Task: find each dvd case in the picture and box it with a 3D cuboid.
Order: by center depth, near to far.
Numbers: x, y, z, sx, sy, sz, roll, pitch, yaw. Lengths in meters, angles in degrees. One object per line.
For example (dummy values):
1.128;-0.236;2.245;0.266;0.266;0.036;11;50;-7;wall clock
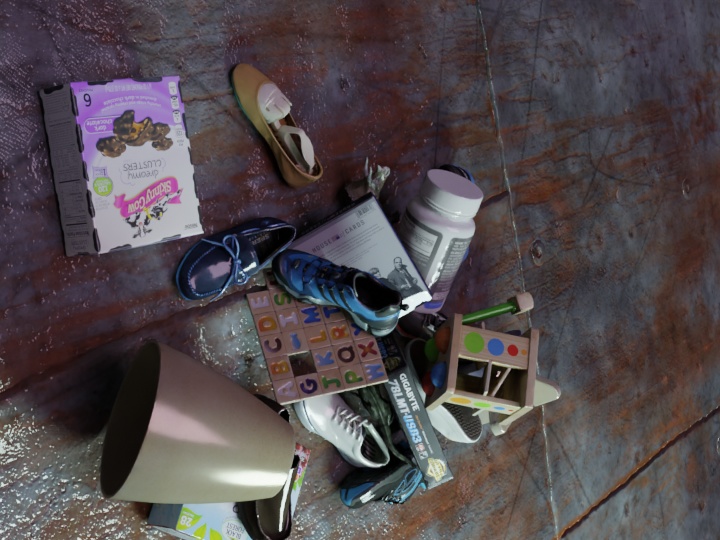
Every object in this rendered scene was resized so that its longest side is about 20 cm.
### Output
0.000;0.000;1.630;0.201;0.149;0.025;58;7;-28;dvd case

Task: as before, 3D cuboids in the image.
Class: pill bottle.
0.110;-0.046;1.704;0.113;0.113;0.202;-7;126;-48;pill bottle

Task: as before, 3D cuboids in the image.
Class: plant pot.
-0.186;0.203;1.318;0.198;0.187;0.190;21;72;-23;plant pot

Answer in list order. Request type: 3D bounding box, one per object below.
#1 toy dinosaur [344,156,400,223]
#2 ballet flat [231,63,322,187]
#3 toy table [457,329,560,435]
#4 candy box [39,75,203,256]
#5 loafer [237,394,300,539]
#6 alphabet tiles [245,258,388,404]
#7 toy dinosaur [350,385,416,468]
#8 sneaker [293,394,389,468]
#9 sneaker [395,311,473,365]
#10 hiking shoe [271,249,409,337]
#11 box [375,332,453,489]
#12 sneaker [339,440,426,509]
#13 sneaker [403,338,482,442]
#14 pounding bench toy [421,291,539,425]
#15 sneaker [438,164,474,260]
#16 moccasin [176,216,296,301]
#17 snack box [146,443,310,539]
0.001;-0.063;1.687;0.102;0.077;0.203;22;84;-39;toy dinosaur
-0.111;-0.209;1.559;0.069;0.062;0.201;-53;125;-36;ballet flat
0.235;0.191;1.870;0.199;0.183;0.118;-33;98;-49;toy table
-0.289;-0.129;1.346;0.167;0.071;0.203;-15;99;-48;candy box
-0.116;0.264;1.426;0.073;0.071;0.203;-11;96;-49;loafer
-0.065;0.079;1.542;0.165;0.008;0.202;-10;67;-21;alphabet tiles
0.025;0.206;1.660;0.047;0.088;0.202;-26;92;-8;toy dinosaur
-0.022;0.227;1.636;0.200;0.070;0.074;47;56;-37;sneaker
0.126;0.090;1.802;0.200;0.081;0.078;42;59;-37;sneaker
-0.028;0.014;1.533;0.198;0.087;0.075;25;58;-3;hiking shoe
0.068;0.196;1.666;0.049;0.200;0.200;-23;110;-1;box
0.047;0.334;1.709;0.199;0.073;0.083;-20;105;-46;sneaker
0.114;0.202;1.793;0.073;0.084;0.201;-43;108;-36;sneaker
0.182;0.117;1.712;0.154;0.124;0.203;12;68;-9;pounding bench toy
0.141;-0.085;1.844;0.082;0.070;0.202;26;65;-40;sneaker
-0.165;-0.027;1.485;0.200;0.068;0.081;-42;119;-41;moccasin
-0.170;0.287;1.467;0.199;0.067;0.171;35;63;-41;snack box
